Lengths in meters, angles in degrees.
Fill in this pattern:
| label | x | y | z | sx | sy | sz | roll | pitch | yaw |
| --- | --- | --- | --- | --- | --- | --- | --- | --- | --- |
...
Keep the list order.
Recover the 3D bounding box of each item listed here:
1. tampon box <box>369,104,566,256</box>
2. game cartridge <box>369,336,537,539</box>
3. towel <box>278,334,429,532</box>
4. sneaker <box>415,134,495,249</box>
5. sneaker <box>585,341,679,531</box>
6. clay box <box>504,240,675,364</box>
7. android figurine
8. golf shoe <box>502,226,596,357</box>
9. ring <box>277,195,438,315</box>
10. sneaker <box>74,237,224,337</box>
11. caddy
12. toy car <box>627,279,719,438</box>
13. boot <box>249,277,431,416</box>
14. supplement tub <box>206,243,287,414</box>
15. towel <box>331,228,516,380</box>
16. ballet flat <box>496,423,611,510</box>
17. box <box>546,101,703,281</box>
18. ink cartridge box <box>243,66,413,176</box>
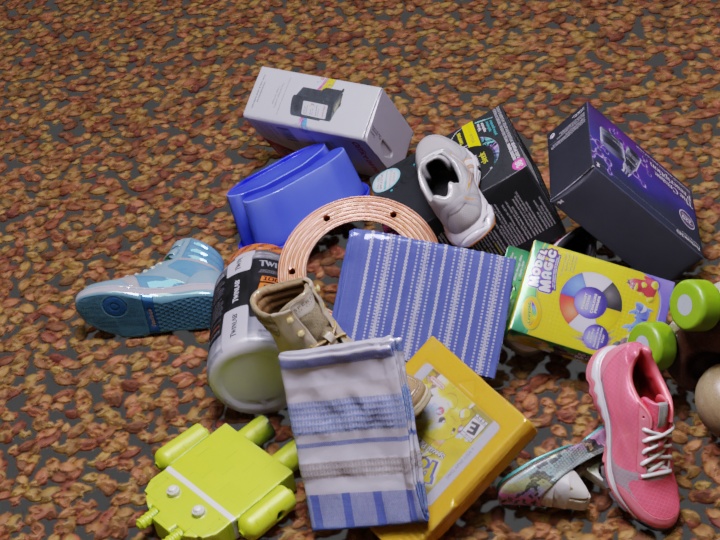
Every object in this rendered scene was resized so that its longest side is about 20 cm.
| label | x | y | z | sx | sy | sz | roll | pitch | yaw |
| --- | --- | --- | --- | --- | --- | --- | --- | --- | --- |
| tampon box | 0.133 | -0.082 | 1.778 | 0.199 | 0.127 | 0.151 | -29 | 37 | 11 |
| game cartridge | 0.065 | 0.192 | 1.518 | 0.200 | 0.032 | 0.176 | -45 | 50 | -6 |
| towel | -0.008 | 0.172 | 1.466 | 0.145 | 0.202 | 0.024 | -8 | 5 | 25 |
| sneaker | 0.100 | -0.118 | 1.660 | 0.075 | 0.092 | 0.201 | -33 | 36 | 8 |
| sneaker | 0.292 | 0.169 | 1.455 | 0.073 | 0.087 | 0.202 | -9 | 76 | -25 |
| clay box | 0.254 | 0.043 | 1.631 | 0.198 | 0.048 | 0.116 | 17 | 73 | 4 |
| android figurine | -0.157 | 0.240 | 1.566 | 0.199 | 0.041 | 0.181 | -33 | 45 | -29 |
| golf shoe | 0.228 | 0.019 | 1.702 | 0.072 | 0.092 | 0.200 | 29 | 51 | 8 |
| ring | 0.000 | 0.000 | 1.670 | 0.198 | 0.019 | 0.202 | -3 | 61 | 6 |
| sneaker | -0.267 | 0.016 | 1.833 | 0.197 | 0.080 | 0.131 | 1 | 41 | -2 |
| caddy | -0.083 | -0.088 | 1.900 | 0.199 | 0.106 | 0.141 | -30 | 22 | -17 |
| toy car | 0.414 | 0.122 | 1.513 | 0.163 | 0.158 | 0.202 | 1 | 55 | -32 |
| boot | -0.025 | 0.086 | 1.517 | 0.199 | 0.156 | 0.073 | 11 | 46 | 47 |
| supplement tub | -0.122 | 0.066 | 1.704 | 0.121 | 0.123 | 0.201 | -7 | 39 | 3 |
| towel | 0.070 | 0.039 | 1.607 | 0.198 | 0.147 | 0.024 | 11 | -4 | -2 |
| ballet flat | 0.242 | 0.213 | 1.501 | 0.199 | 0.069 | 0.071 | -26 | 61 | -19 |
| box | 0.327 | -0.093 | 1.742 | 0.079 | 0.199 | 0.142 | -39 | 27 | 34 |
| ink cartridge box | -0.042 | -0.206 | 1.986 | 0.198 | 0.146 | 0.084 | 13 | 75 | 26 |
